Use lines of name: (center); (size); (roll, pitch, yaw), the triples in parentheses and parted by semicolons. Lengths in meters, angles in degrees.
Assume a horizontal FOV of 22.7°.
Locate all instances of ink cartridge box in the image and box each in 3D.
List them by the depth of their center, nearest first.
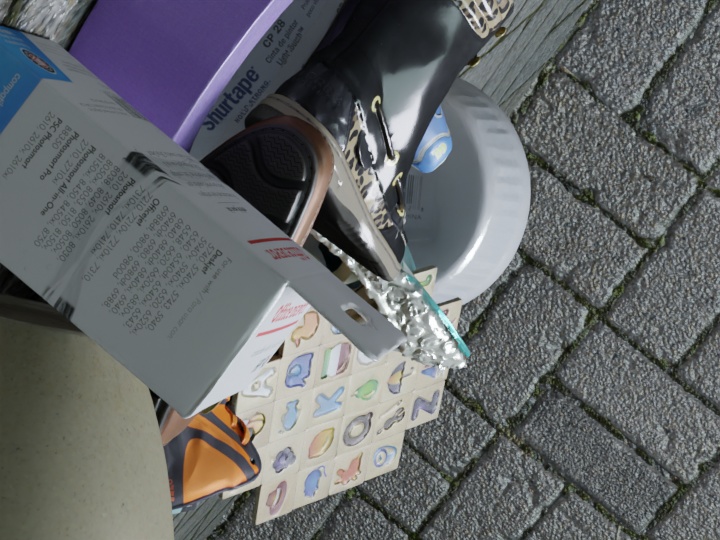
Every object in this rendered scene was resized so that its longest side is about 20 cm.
ink cartridge box: (-0.082, -0.008, 0.714); (0.068, 0.200, 0.116); (-51, 175, 7)

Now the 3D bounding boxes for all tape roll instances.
tape roll: (-0.066, -0.118, 0.875); (0.201, 0.065, 0.200); (-52, 175, -7)

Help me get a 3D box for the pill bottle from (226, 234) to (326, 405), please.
pill bottle: (-0.092, 0.003, 1.183); (0.201, 0.119, 0.120); (-53, 175, 9)

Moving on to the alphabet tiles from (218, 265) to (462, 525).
alphabet tiles: (-0.011, 0.084, 1.214); (0.199, 0.006, 0.168); (-17, 128, -39)

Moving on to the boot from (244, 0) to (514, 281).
boot: (0.020, -0.087, 0.963); (0.151, 0.073, 0.200); (-53, 155, -9)

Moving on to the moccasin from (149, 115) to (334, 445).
moccasin: (-0.063, 0.007, 0.878); (0.077, 0.074, 0.202); (-24, 146, -50)

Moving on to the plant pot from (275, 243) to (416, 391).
plant pot: (-0.032, 0.033, 1.302); (0.199, 0.134, 0.202); (-27, -132, 35)

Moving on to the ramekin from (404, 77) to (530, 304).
ramekin: (0.029, -0.063, 1.422); (0.201, 0.200, 0.098); (-52, 168, 11)

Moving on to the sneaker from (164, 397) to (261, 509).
sneaker: (-0.092, 0.062, 1.067); (0.077, 0.112, 0.200); (-15, -149, 53)

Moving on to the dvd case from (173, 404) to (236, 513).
dvd case: (-0.187, 0.134, 1.142); (0.198, 0.022, 0.146); (-7, 155, -22)

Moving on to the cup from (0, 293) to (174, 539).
cup: (-0.171, 0.088, 0.835); (0.200, 0.198, 0.145); (-5, 108, -83)

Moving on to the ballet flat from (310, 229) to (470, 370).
ballet flat: (0.000, 0.000, 1.132); (0.071, 0.201, 0.072); (-21, -143, 17)

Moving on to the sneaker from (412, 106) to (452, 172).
sneaker: (-0.009, -0.101, 1.137); (0.076, 0.077, 0.200); (-42, -158, -10)
